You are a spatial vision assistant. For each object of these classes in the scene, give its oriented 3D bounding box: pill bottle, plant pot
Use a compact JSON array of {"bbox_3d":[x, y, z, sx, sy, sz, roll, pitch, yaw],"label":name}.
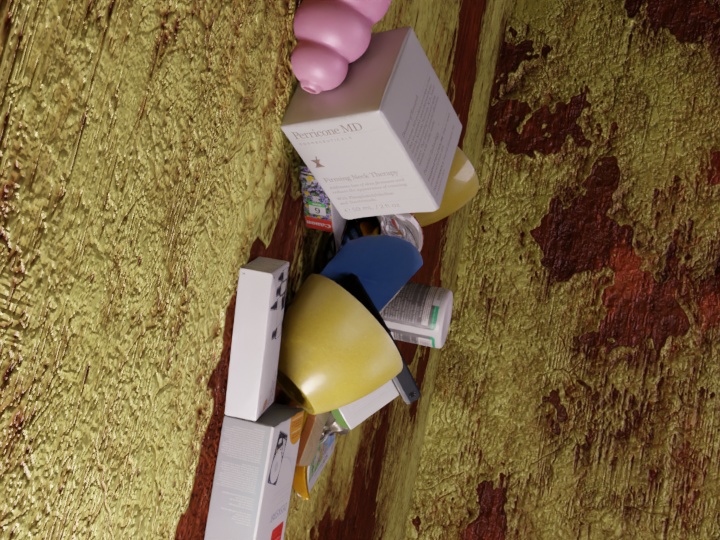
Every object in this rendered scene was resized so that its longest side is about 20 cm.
[{"bbox_3d":[0.071,0.074,2.059,0.113,0.196,0.115,11,90,-78],"label":"pill bottle"},{"bbox_3d":[-0.055,0.129,1.612,0.142,0.199,0.201,-44,155,-18],"label":"plant pot"},{"bbox_3d":[0.110,-0.168,2.108,0.142,0.199,0.201,-47,156,-19],"label":"plant pot"}]

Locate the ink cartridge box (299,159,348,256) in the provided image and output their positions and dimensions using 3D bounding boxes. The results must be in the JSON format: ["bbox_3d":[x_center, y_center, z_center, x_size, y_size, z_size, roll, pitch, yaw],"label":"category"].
[{"bbox_3d":[-0.051,-0.125,1.678,0.202,0.049,0.110,87,17,-51],"label":"ink cartridge box"}]

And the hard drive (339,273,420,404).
[{"bbox_3d":[0.033,0.111,1.743,0.140,0.033,0.201,59,-3,40],"label":"hard drive"}]

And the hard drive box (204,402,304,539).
[{"bbox_3d":[-0.149,0.296,1.513,0.156,0.075,0.204,-11,111,-77],"label":"hard drive box"}]

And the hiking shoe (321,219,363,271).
[{"bbox_3d":[-0.015,-0.034,1.815,0.074,0.085,0.204,86,17,-81],"label":"hiking shoe"}]

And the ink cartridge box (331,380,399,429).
[{"bbox_3d":[-0.032,0.145,1.763,0.202,0.103,0.059,61,-18,-10],"label":"ink cartridge box"}]

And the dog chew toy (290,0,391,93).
[{"bbox_3d":[-0.033,-0.332,1.433,0.125,0.123,0.203,45,64,-76],"label":"dog chew toy"}]

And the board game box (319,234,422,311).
[{"bbox_3d":[0.000,0.000,1.749,0.200,0.156,0.039,-49,-138,30],"label":"board game box"}]

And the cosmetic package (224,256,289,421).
[{"bbox_3d":[-0.138,0.091,1.449,0.083,0.050,0.204,-38,137,-71],"label":"cosmetic package"}]

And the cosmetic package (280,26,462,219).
[{"bbox_3d":[0.021,-0.204,1.527,0.201,0.165,0.168,54,44,-41],"label":"cosmetic package"}]

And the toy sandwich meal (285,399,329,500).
[{"bbox_3d":[-0.103,0.296,1.738,0.205,0.069,0.209,11,90,-78],"label":"toy sandwich meal"}]

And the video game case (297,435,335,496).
[{"bbox_3d":[-0.073,0.285,1.992,0.182,0.022,0.204,-52,150,-66],"label":"video game case"}]

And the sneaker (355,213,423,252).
[{"bbox_3d":[0.034,-0.076,1.763,0.200,0.077,0.083,47,63,-41],"label":"sneaker"}]

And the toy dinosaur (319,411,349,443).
[{"bbox_3d":[-0.025,0.217,1.924,0.102,0.076,0.203,75,29,-78],"label":"toy dinosaur"}]
